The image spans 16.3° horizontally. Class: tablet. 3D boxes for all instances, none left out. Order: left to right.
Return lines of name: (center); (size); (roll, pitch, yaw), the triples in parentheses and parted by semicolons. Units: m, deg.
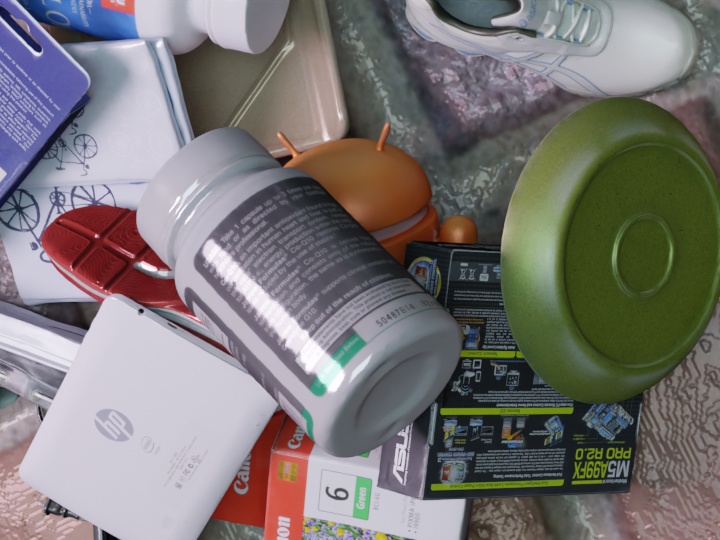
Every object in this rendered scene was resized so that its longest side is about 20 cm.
tablet: (-0.142, 0.109, 1.657); (0.130, 0.014, 0.200); (30, 131, -2)

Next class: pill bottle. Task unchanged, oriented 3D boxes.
pill bottle: (-0.150, -0.204, 1.647); (0.200, 0.112, 0.112); (14, 96, 17)
pill bottle: (-0.041, 0.009, 1.536); (0.113, 0.113, 0.200); (-48, 65, 8)

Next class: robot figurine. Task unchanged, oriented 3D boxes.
robot figurine: (0.002, 0.000, 1.659); (0.116, 0.144, 0.200); (-19, 110, -23)

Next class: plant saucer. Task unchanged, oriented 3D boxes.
plant saucer: (0.173, -0.011, 1.619); (0.031, 0.200, 0.200); (9, 97, 51)

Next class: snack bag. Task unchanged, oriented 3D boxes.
snack bag: (-0.186, -0.060, 1.683); (0.188, 0.021, 0.200); (-1, 118, 28)

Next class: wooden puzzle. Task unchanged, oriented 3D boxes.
wooden puzzle: (-0.114, -0.154, 1.710); (0.200, 0.037, 0.185); (-13, 80, 14)

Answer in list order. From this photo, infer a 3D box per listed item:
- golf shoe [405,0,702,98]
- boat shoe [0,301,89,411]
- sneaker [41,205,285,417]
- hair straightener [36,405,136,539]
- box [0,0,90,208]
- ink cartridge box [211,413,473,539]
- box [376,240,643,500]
golf shoe: (0.125, -0.159, 1.653); (0.200, 0.097, 0.078); (10, 93, 6)
boat shoe: (-0.245, 0.062, 1.718); (0.200, 0.072, 0.071); (18, 95, 24)
sneaker: (-0.125, 0.041, 1.658); (0.200, 0.078, 0.116); (27, 139, 23)
hair straightener: (-0.190, 0.151, 1.747); (0.077, 0.041, 0.200); (-12, 92, 9)
box: (-0.258, -0.111, 1.658); (0.121, 0.032, 0.200); (46, 129, 0)
ink cartridge box: (-0.026, 0.156, 1.697); (0.200, 0.050, 0.109); (11, 124, 7)
box: (0.105, 0.065, 1.628); (0.044, 0.200, 0.160); (13, 98, 47)
